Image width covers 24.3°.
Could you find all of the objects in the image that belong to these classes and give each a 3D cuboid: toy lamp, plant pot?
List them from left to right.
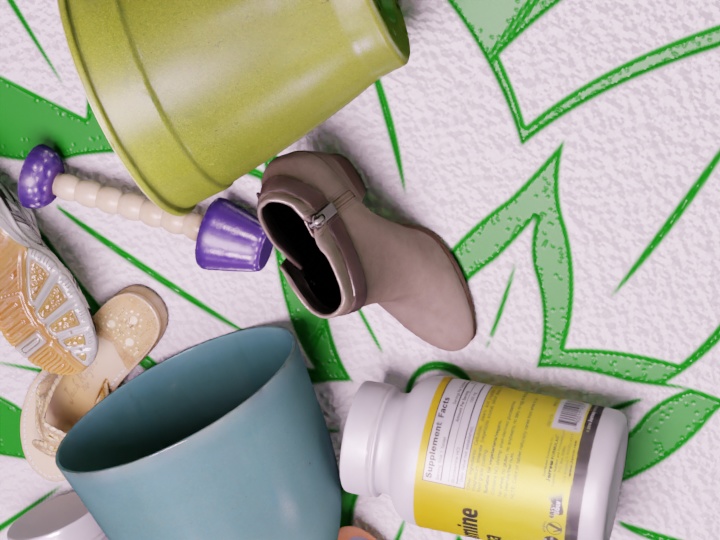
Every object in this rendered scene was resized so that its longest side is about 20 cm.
[{"bbox_3d":[-0.162,-0.044,1.277,0.198,0.058,0.059,18,115,14],"label":"toy lamp"},{"bbox_3d":[-0.106,0.163,1.262,0.199,0.201,0.162,-18,108,23],"label":"plant pot"},{"bbox_3d":[-0.074,-0.165,1.139,0.191,0.201,0.202,-21,103,12],"label":"plant pot"}]

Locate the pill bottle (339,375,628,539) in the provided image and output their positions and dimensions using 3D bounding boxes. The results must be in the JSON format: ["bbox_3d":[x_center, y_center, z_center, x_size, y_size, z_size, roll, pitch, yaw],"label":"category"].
[{"bbox_3d":[0.091,0.141,1.230,0.198,0.112,0.114,10,113,15],"label":"pill bottle"}]

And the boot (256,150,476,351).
[{"bbox_3d":[0.000,0.000,1.188,0.070,0.146,0.200,-38,95,25],"label":"boot"}]

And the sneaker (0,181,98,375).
[{"bbox_3d":[-0.265,-0.012,1.306,0.075,0.088,0.201,-33,99,17],"label":"sneaker"}]

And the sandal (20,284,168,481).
[{"bbox_3d":[-0.232,0.103,1.347,0.077,0.070,0.212,38,117,2],"label":"sandal"}]

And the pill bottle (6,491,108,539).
[{"bbox_3d":[-0.218,0.291,1.390,0.111,0.112,0.202,-14,105,22],"label":"pill bottle"}]

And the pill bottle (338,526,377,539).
[{"bbox_3d":[-0.057,0.288,1.340,0.106,0.106,0.200,45,116,-2],"label":"pill bottle"}]
